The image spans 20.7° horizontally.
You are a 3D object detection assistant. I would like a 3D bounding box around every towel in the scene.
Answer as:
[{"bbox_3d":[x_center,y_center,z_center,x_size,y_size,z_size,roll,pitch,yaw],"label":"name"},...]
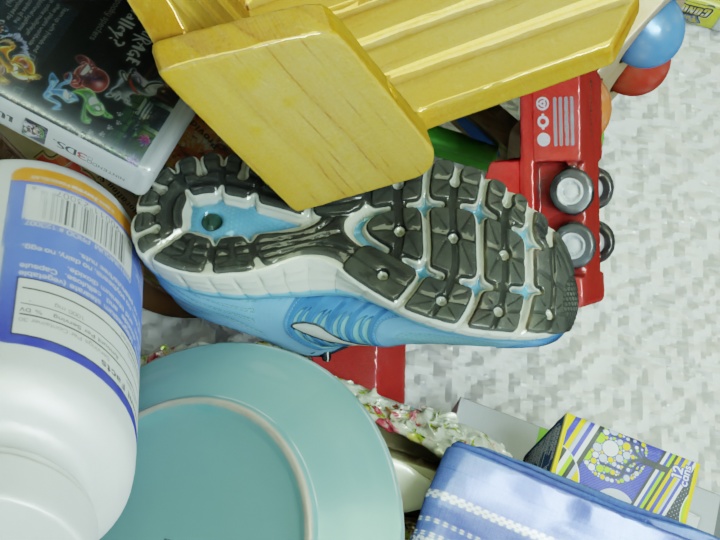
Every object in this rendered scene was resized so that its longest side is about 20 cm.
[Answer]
[{"bbox_3d":[0.072,0.179,0.804,0.144,0.024,0.201,22,62,-2],"label":"towel"}]

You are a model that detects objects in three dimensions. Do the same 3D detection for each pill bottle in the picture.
[{"bbox_3d":[-0.148,0.053,0.824,0.111,0.113,0.201,9,38,-11],"label":"pill bottle"}]

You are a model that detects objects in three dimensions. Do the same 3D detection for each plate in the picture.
[{"bbox_3d":[-0.075,0.122,0.840,0.199,0.026,0.202,-11,64,23],"label":"plate"}]

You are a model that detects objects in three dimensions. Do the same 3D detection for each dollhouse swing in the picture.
[{"bbox_3d":[-0.001,-0.162,0.840,0.175,0.182,0.201,-26,59,12],"label":"dollhouse swing"}]

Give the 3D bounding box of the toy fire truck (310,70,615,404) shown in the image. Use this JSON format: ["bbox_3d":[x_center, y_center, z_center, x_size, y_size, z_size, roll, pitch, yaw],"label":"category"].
[{"bbox_3d":[0.046,-0.030,0.928,0.140,0.049,0.202,0,93,19],"label":"toy fire truck"}]

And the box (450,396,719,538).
[{"bbox_3d":[0.115,0.166,0.931,0.198,0.041,0.157,21,59,-3],"label":"box"}]

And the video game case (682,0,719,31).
[{"bbox_3d":[0.187,-0.236,1.180,0.179,0.026,0.201,15,58,-7],"label":"video game case"}]

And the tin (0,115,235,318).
[{"bbox_3d":[-0.118,-0.063,0.965,0.200,0.042,0.112,46,51,-7],"label":"tin"}]

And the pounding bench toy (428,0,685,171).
[{"bbox_3d":[0.057,-0.106,1.011,0.156,0.124,0.200,43,85,8],"label":"pounding bench toy"}]

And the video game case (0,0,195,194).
[{"bbox_3d":[-0.137,-0.145,0.912,0.181,0.023,0.201,27,50,0],"label":"video game case"}]

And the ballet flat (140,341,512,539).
[{"bbox_3d":[-0.027,0.077,0.893,0.198,0.064,0.076,11,98,10],"label":"ballet flat"}]

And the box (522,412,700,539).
[{"bbox_3d":[0.087,0.170,0.861,0.070,0.064,0.201,21,62,-3],"label":"box"}]

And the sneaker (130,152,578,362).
[{"bbox_3d":[0.000,0.000,0.888,0.198,0.090,0.079,10,62,7],"label":"sneaker"}]
